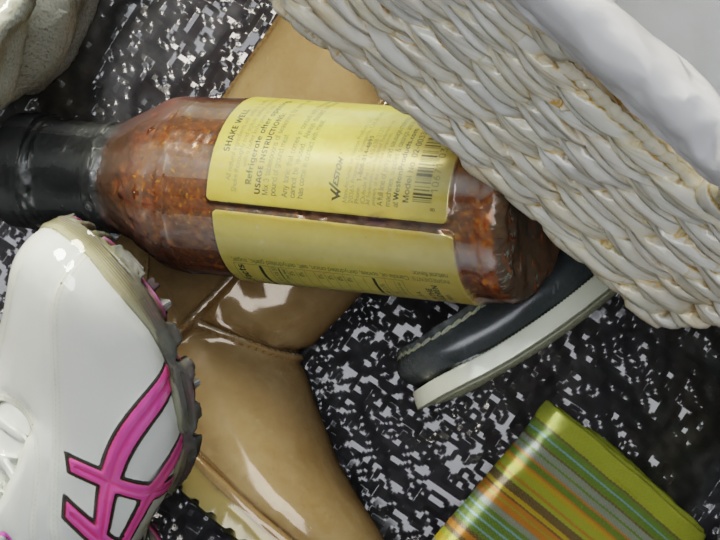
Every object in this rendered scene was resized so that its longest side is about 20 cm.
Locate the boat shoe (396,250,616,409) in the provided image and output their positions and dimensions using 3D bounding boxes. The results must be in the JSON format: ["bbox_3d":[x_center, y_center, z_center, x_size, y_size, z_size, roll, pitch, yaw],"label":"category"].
[{"bbox_3d":[0.082,-0.027,0.998,0.200,0.072,0.068,-41,89,-16],"label":"boat shoe"}]

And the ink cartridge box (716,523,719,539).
[{"bbox_3d":[0.224,0.094,0.987,0.200,0.088,0.146,11,88,3],"label":"ink cartridge box"}]

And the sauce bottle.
[{"bbox_3d":[-0.032,-0.028,0.964,0.200,0.066,0.066,8,88,25],"label":"sauce bottle"}]

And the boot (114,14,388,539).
[{"bbox_3d":[0.000,0.000,1.019,0.175,0.066,0.200,42,90,4],"label":"boot"}]

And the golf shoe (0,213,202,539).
[{"bbox_3d":[-0.106,0.074,0.960,0.073,0.200,0.092,33,46,32],"label":"golf shoe"}]

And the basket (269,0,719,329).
[{"bbox_3d":[0.109,-0.106,0.847,0.198,0.161,0.200,39,69,-16],"label":"basket"}]

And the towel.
[{"bbox_3d":[0.030,0.142,1.015,0.086,0.018,0.200,41,92,-27],"label":"towel"}]

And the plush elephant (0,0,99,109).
[{"bbox_3d":[-0.155,-0.120,0.986,0.200,0.165,0.155,2,97,12],"label":"plush elephant"}]
